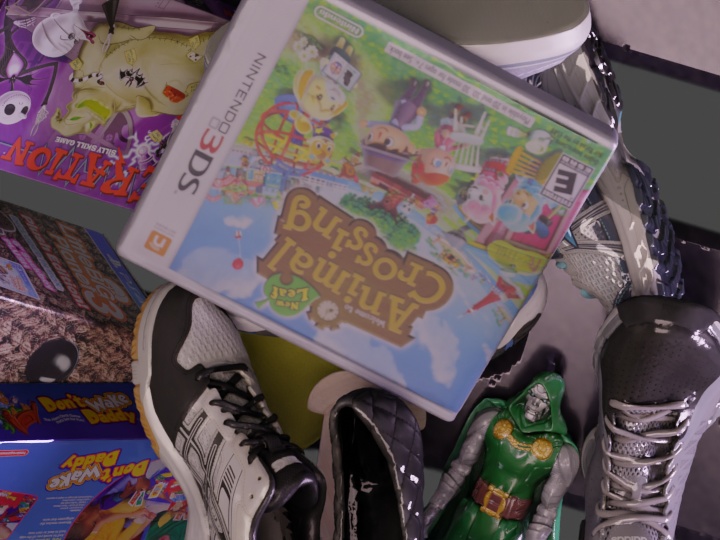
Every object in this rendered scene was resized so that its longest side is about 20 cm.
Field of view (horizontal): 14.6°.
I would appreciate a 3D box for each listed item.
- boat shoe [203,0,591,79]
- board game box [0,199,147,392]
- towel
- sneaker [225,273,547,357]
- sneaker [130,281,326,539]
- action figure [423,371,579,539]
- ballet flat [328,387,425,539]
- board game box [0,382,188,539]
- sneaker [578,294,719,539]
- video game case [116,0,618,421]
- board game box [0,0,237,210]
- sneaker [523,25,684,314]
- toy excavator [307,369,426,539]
[{"bbox_3d":[0.022,-0.104,1.447,0.199,0.070,0.072,-8,130,6],"label":"boat shoe"},{"bbox_3d":[-0.224,0.047,1.476,0.160,0.199,0.097,-50,55,16],"label":"board game box"},{"bbox_3d":[-0.017,0.036,1.554,0.200,0.018,0.086,-36,95,15],"label":"towel"},{"bbox_3d":[0.000,0.000,1.482,0.198,0.076,0.077,6,140,5],"label":"sneaker"},{"bbox_3d":[-0.055,0.097,1.452,0.087,0.075,0.201,-21,83,46],"label":"sneaker"},{"bbox_3d":[0.069,0.146,1.554,0.118,0.055,0.201,23,102,14],"label":"action figure"},{"bbox_3d":[0.006,0.160,1.437,0.066,0.057,0.202,-12,78,33],"label":"ballet flat"},{"bbox_3d":[-0.158,0.124,1.498,0.045,0.199,0.135,51,122,34],"label":"board game box"},{"bbox_3d":[0.150,0.107,1.456,0.074,0.116,0.201,7,147,4],"label":"sneaker"},{"bbox_3d":[0.001,-0.039,1.422,0.199,0.022,0.183,27,115,-7],"label":"video game case"},{"bbox_3d":[-0.123,-0.094,1.458,0.199,0.032,0.120,16,117,-41],"label":"board game box"},{"bbox_3d":[0.112,-0.038,1.494,0.086,0.078,0.201,-19,94,17],"label":"sneaker"},{"bbox_3d":[0.017,0.178,1.505,0.200,0.100,0.195,38,108,17],"label":"toy excavator"}]
